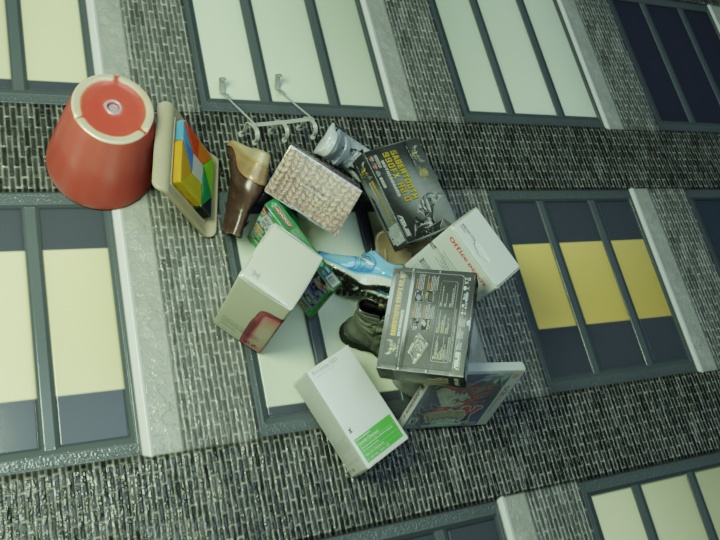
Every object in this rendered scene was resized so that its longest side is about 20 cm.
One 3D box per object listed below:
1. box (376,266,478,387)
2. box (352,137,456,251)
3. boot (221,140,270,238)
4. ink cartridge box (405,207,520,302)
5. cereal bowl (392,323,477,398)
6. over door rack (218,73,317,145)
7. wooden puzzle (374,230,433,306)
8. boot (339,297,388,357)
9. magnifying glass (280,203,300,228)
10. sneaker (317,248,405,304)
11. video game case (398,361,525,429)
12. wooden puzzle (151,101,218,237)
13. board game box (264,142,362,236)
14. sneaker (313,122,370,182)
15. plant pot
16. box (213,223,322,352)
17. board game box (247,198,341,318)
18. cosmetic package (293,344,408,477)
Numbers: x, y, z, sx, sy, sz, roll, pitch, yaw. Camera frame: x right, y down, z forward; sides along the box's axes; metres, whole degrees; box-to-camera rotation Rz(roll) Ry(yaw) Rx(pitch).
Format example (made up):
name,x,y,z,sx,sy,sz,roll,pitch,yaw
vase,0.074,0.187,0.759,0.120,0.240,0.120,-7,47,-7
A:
name,x,y,z,sx,sy,sz,roll,pitch,yaw
box,0.120,0.097,1.442,0.155,0.049,0.204,3,63,15
box,0.092,-0.156,1.655,0.156,0.048,0.203,-20,82,-38
boot,-0.240,-0.157,1.566,0.071,0.199,0.170,20,93,-26
ink cartridge box,0.195,-0.008,1.590,0.083,0.200,0.145,-35,87,-31
cereal bowl,0.151,0.158,1.535,0.197,0.204,0.083,-21,34,-33
over door rack,-0.192,-0.326,1.686,0.145,0.067,0.201,-11,48,-30
wooden puzzle,0.112,0.031,1.680,0.181,0.046,0.205,8,67,-22
boot,0.063,0.122,1.553,0.196,0.131,0.069,20,57,-16
magnifying glass,-0.120,-0.036,1.587,0.022,0.079,0.202,-33,93,-37
sneaker,0.000,0.000,1.606,0.196,0.079,0.091,17,54,1
video game case,0.189,0.236,1.529,0.196,0.184,0.023,2,46,-25
wooden puzzle,-0.314,-0.185,1.510,0.036,0.200,0.189,-11,63,16
board game box,-0.090,-0.162,1.574,0.158,0.200,0.098,32,97,-8
sneaker,-0.027,-0.241,1.671,0.114,0.200,0.076,34,100,-4
plant pot,-0.452,-0.238,1.455,0.196,0.178,0.205,11,60,-20
box,-0.166,0.036,1.442,0.108,0.200,0.129,33,56,-5
board game box,-0.127,-0.021,1.530,0.029,0.135,0.201,-35,84,-32
cosmetic package,-0.019,0.254,1.476,0.107,0.085,0.202,-30,82,-31
